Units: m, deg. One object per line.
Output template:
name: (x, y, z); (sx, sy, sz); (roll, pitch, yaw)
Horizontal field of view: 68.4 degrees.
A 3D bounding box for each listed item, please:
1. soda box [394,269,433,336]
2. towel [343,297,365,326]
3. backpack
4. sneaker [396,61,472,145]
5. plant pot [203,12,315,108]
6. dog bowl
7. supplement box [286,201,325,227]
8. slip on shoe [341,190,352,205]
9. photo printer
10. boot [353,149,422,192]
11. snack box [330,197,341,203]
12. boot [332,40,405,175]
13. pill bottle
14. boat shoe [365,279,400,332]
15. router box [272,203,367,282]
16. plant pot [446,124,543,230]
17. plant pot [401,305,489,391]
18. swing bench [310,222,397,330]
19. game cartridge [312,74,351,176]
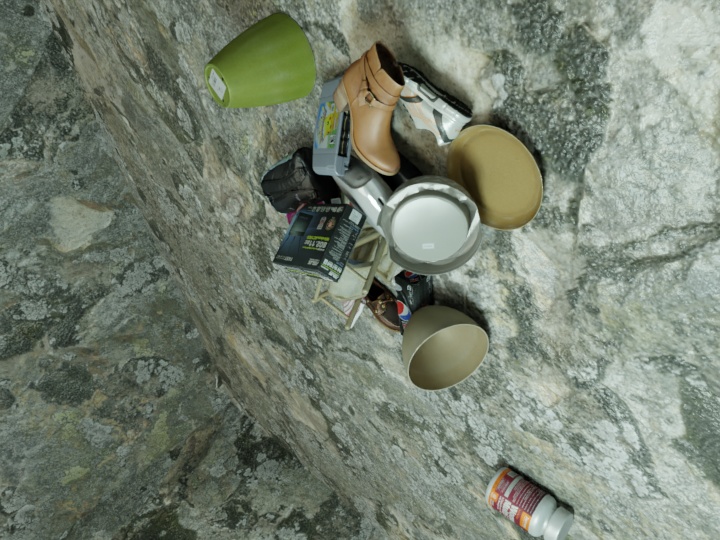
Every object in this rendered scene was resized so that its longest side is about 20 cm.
soda box: (0.134, 0.085, 1.297); (0.063, 0.071, 0.201); (29, 141, 38)
towel: (-0.034, 0.040, 1.442); (0.147, 0.030, 0.201); (113, 148, -56)
backpack: (-0.164, -0.220, 1.358); (0.199, 0.154, 0.164); (-21, 112, 34)
sneaker: (0.100, -0.299, 0.939); (0.200, 0.074, 0.080); (45, 130, 17)
plant pot: (-0.233, -0.437, 1.161); (0.187, 0.200, 0.188); (35, 145, 29)
dog bowl: (0.131, -0.088, 1.000); (0.198, 0.059, 0.201); (6, 127, 7)
supplement box: (-0.109, -0.076, 1.326); (0.200, 0.101, 0.104); (82, 168, -74)
slip on shoe: (-0.012, -0.133, 1.297); (0.074, 0.061, 0.201); (-100, 0, -52)
photo printer: (0.023, -0.152, 1.122); (0.167, 0.069, 0.200); (52, 179, -33)
boot: (0.065, -0.245, 1.054); (0.168, 0.076, 0.200); (49, 157, 16)
snack box: (-0.052, -0.121, 1.282); (0.200, 0.024, 0.072); (118, 140, -86)
boot: (0.037, -0.278, 0.926); (0.201, 0.074, 0.154); (56, 145, -3)
pill bottle: (0.433, 0.608, 1.366); (0.199, 0.109, 0.110); (25, 139, 41)
boat shoe: (0.052, 0.084, 1.410); (0.200, 0.070, 0.071); (39, 152, 25)
router box: (-0.090, -0.063, 1.123); (0.062, 0.151, 0.199); (30, 167, -35)
plant pot: (0.239, -0.166, 0.941); (0.200, 0.027, 0.201); (35, 145, 29)
plant pot: (0.176, 0.158, 1.225); (0.135, 0.199, 0.201); (-119, 16, -49)
swing bench: (0.000, 0.000, 1.264); (0.129, 0.200, 0.199); (37, 146, 10)
game cartridge: (-0.055, -0.299, 1.100); (0.133, 0.040, 0.202); (-157, 74, -64)
